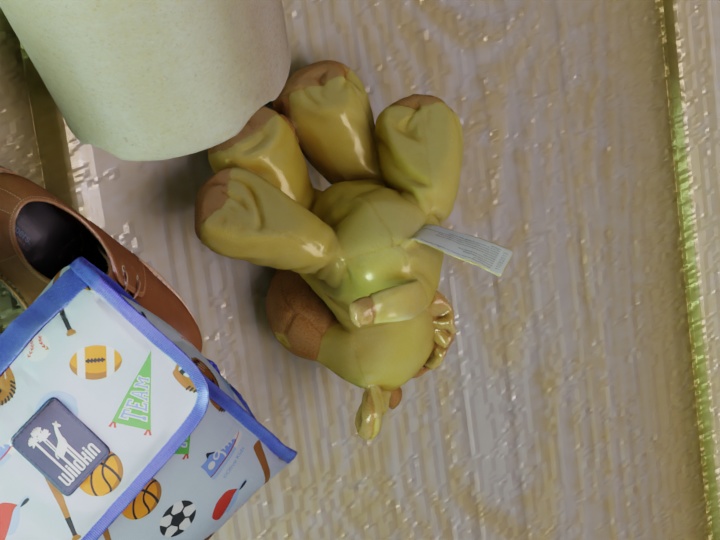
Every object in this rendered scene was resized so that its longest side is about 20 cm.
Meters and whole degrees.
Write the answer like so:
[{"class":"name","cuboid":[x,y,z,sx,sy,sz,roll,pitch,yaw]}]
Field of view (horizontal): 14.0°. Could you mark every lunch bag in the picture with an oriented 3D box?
[{"class":"lunch bag","cuboid":[-0.154,0.100,1.613,0.170,0.124,0.200,-47,142,-3]}]

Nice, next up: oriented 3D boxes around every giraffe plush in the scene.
[{"class":"giraffe plush","cuboid":[0.000,0.000,1.750,0.172,0.200,0.163,-40,153,-27]}]

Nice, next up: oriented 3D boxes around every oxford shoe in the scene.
[{"class":"oxford shoe","cuboid":[-0.152,0.012,1.672,0.200,0.071,0.072,38,76,-41]}]

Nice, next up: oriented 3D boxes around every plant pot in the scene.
[{"class":"plant pot","cuboid":[-0.123,-0.168,1.582,0.200,0.200,0.184,-39,135,-24]}]
